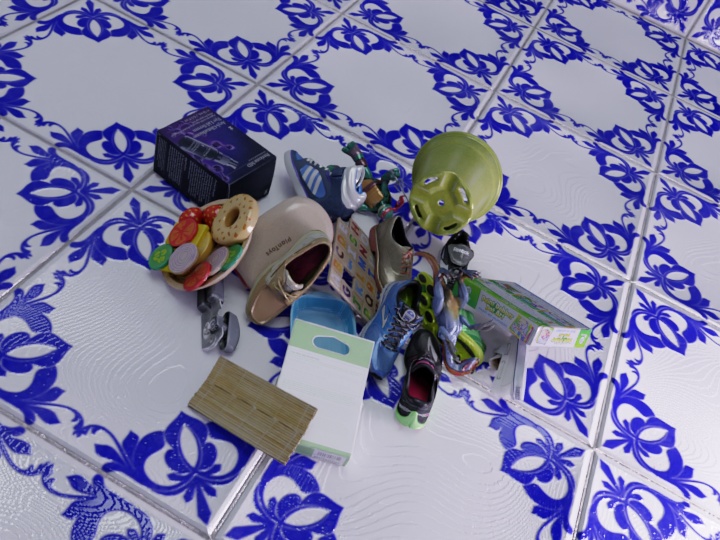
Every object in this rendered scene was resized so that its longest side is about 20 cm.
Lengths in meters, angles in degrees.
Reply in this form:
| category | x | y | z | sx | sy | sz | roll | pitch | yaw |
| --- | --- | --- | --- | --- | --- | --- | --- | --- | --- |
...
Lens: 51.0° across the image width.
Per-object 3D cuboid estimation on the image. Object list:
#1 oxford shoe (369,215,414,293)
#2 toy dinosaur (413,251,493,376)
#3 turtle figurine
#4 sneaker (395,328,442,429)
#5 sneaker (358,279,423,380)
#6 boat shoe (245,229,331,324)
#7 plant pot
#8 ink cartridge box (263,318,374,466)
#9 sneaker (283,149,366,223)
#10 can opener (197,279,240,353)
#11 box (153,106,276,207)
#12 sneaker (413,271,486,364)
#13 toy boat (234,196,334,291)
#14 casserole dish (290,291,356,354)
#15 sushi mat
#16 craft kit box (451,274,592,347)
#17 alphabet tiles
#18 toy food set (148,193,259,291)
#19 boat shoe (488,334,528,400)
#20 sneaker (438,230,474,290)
| category | x | y | z | sx | sy | sz | roll | pitch | yaw |
| --- | --- | --- | --- | --- | --- | --- | --- | --- | --- |
| oxford shoe | 0.070 | -0.011 | 1.443 | 0.070 | 0.074 | 0.203 | 5 | 62 | -44 |
| toy dinosaur | 0.167 | 0.086 | 1.338 | 0.103 | 0.184 | 0.200 | -3 | 26 | -23 |
| turtle figurine | 0.015 | -0.168 | 1.587 | 0.149 | 0.101 | 0.201 | -40 | 68 | 1 |
| sneaker | 0.111 | 0.177 | 1.299 | 0.076 | 0.084 | 0.202 | 17 | 44 | -5 |
| sneaker | 0.057 | 0.095 | 1.324 | 0.078 | 0.089 | 0.202 | 31 | 59 | -20 |
| boat shoe | -0.123 | 0.014 | 1.299 | 0.074 | 0.201 | 0.066 | 39 | 0 | -19 |
| plant pot | 0.181 | -0.163 | 1.538 | 0.198 | 0.203 | 0.184 | 26 | 29 | 5 |
| ink cartridge box | -0.066 | 0.193 | 1.208 | 0.143 | 0.048 | 0.203 | 16 | 58 | -5 |
| sneaker | -0.062 | -0.190 | 1.539 | 0.145 | 0.081 | 0.202 | -27 | 62 | 7 |
| can opener | -0.247 | 0.057 | 1.310 | 0.067 | 0.053 | 0.202 | 33 | 33 | -38 |
| box | -0.290 | -0.212 | 1.500 | 0.199 | 0.105 | 0.148 | 35 | 45 | 14 |
| sneaker | 0.162 | 0.092 | 1.407 | 0.201 | 0.074 | 0.083 | 55 | 29 | 6 |
| toy boat | -0.143 | -0.047 | 1.394 | 0.199 | 0.131 | 0.132 | -35 | 94 | -5 |
| casserole dish | -0.067 | 0.124 | 1.313 | 0.119 | 0.039 | 0.202 | 8 | 45 | -14 |
| sushi mat | -0.166 | 0.210 | 1.153 | 0.198 | 0.012 | 0.096 | 24 | 63 | 24 |
| craft kit box | 0.301 | 0.076 | 1.409 | 0.196 | 0.049 | 0.199 | 11 | 18 | -46 |
| alphabet tiles | 0.000 | 0.000 | 1.406 | 0.167 | 0.007 | 0.202 | 48 | 33 | -32 |
| toy food set | -0.272 | -0.049 | 1.320 | 0.197 | 0.049 | 0.200 | 7 | 61 | 33 |
| boat shoe | 0.272 | 0.163 | 1.389 | 0.069 | 0.072 | 0.201 | 2 | 34 | 15 |
| sneaker | 0.187 | -0.006 | 1.498 | 0.065 | 0.091 | 0.202 | 17 | 44 | -5 |
